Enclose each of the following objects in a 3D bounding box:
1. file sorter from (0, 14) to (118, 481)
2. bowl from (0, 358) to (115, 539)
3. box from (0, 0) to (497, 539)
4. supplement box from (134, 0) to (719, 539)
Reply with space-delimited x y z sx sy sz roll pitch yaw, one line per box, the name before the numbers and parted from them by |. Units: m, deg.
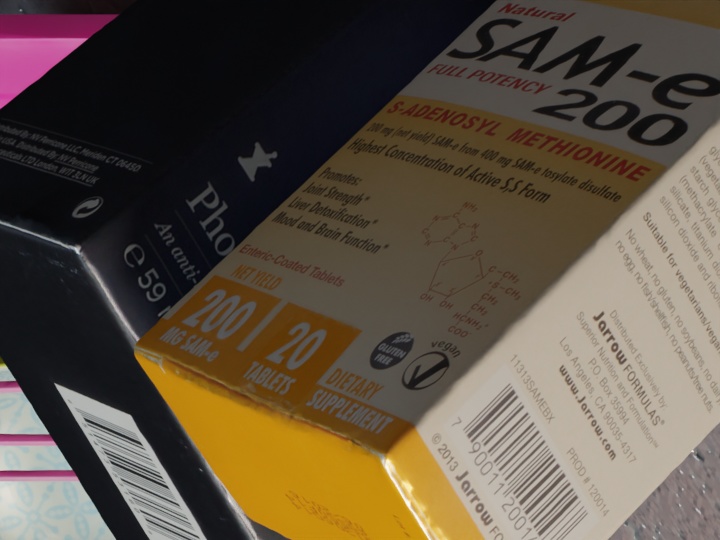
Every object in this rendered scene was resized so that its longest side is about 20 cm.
file sorter | -0.150 -0.003 1.247 0.200 0.138 0.126 90 180 -60
bowl | -0.153 0.119 1.545 0.201 0.199 0.108 55 -158 -13
box | 0.000 0.000 0.911 0.123 0.198 0.201 16 141 53
supplement box | 0.053 -0.008 0.782 0.126 0.200 0.074 18 147 53
